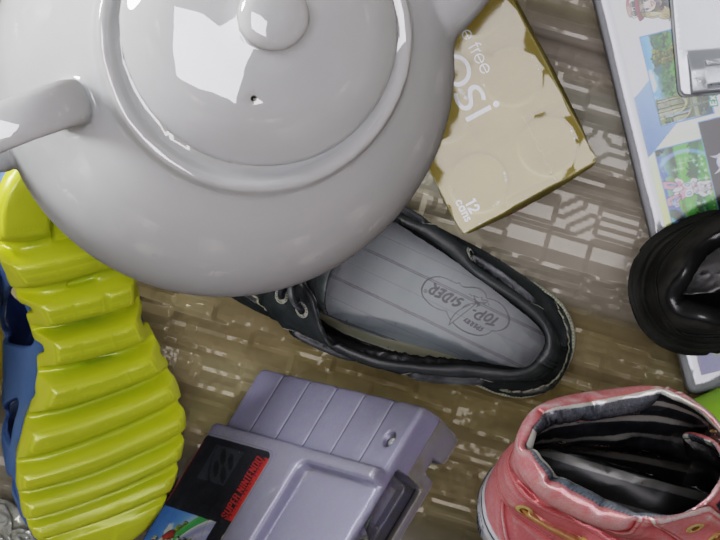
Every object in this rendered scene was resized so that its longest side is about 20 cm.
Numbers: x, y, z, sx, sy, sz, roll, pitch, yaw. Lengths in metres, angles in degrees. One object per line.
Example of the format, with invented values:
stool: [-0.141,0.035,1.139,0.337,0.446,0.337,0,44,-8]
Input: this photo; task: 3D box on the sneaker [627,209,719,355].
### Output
sneaker: [0.209,-0.017,1.129,0.199,0.091,0.076,-28,89,2]

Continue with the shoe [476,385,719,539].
shoe: [0.149,0.102,1.086,0.199,0.091,0.072,13,65,-1]

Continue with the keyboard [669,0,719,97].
keyboard: [0.233,-0.112,1.165,0.199,0.011,0.057,-5,87,2]

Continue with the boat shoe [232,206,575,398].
boat shoe: [-0.001,0.002,1.172,0.199,0.066,0.075,29,94,1]

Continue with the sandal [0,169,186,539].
sandal: [-0.126,0.029,1.177,0.079,0.087,0.201,-9,112,-22]

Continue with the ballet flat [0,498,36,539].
ballet flat: [-0.149,0.191,1.188,0.071,0.072,0.201,-17,91,3]

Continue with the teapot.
teapot: [-0.051,-0.083,1.048,0.197,0.146,0.201,25,81,-8]

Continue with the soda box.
soda box: [0.027,-0.118,1.168,0.068,0.064,0.201,-28,91,3]

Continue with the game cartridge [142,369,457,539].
game cartridge: [-0.054,0.136,1.130,0.038,0.129,0.200,42,71,-35]

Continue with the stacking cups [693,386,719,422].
stacking cups: [0.198,0.051,1.158,0.199,0.061,0.061,-29,91,9]

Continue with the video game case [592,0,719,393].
video game case: [0.207,-0.064,1.183,0.182,0.022,0.201,-14,92,3]

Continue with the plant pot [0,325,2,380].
plant pot: [-0.230,0.031,1.102,0.141,0.200,0.201,-13,92,20]
